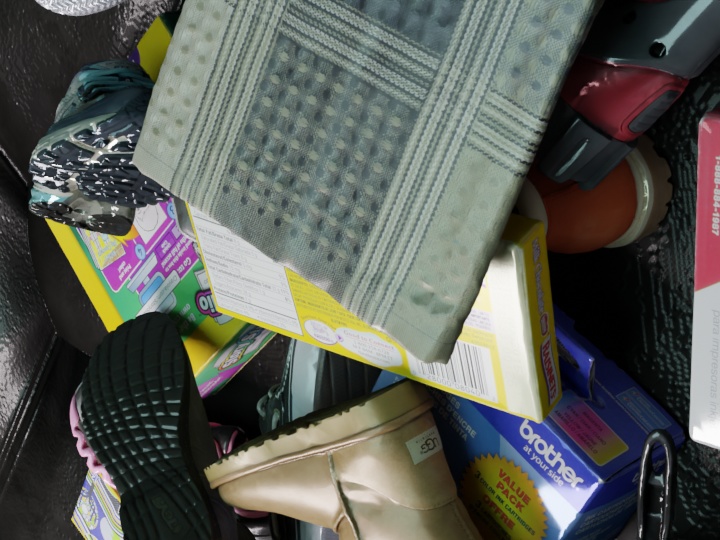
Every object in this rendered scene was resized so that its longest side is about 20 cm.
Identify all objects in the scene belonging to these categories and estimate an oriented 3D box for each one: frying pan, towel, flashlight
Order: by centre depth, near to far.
[{"bbox_3d":[0.136,-0.123,0.591,0.068,0.068,0.200,31,117,-19],"label":"flashlight"},{"bbox_3d":[0.000,-0.088,0.620,0.192,0.035,0.201,33,113,25],"label":"towel"},{"bbox_3d":[0.151,0.165,0.698,0.115,0.031,0.190,25,133,4],"label":"frying pan"}]

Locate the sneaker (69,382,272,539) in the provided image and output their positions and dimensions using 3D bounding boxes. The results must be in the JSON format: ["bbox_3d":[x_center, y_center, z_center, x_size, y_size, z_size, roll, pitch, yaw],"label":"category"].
[{"bbox_3d":[-0.109,0.124,0.965,0.200,0.079,0.096,41,124,19],"label":"sneaker"}]

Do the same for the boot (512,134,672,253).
[{"bbox_3d":[0.042,-0.069,0.707,0.200,0.107,0.075,35,129,35],"label":"boot"}]

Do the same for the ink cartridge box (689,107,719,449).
[{"bbox_3d":[0.232,0.014,0.553,0.200,0.083,0.146,15,115,42],"label":"ink cartridge box"}]

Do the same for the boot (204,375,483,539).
[{"bbox_3d":[0.009,0.168,0.747,0.175,0.066,0.201,-25,88,51],"label":"boot"}]

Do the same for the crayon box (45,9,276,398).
[{"bbox_3d":[-0.105,-0.033,0.907,0.173,0.058,0.200,58,135,12],"label":"crayon box"}]

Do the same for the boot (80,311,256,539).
[{"bbox_3d":[-0.103,0.133,0.870,0.131,0.068,0.200,62,-172,-50],"label":"boot"}]

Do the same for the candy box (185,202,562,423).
[{"bbox_3d":[0.000,0.000,0.689,0.200,0.026,0.103,17,133,33],"label":"candy box"}]

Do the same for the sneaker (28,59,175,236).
[{"bbox_3d":[-0.140,-0.080,0.795,0.200,0.077,0.087,160,120,-66],"label":"sneaker"}]

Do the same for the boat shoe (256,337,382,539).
[{"bbox_3d":[-0.031,0.093,0.858,0.071,0.072,0.201,18,112,38],"label":"boat shoe"}]

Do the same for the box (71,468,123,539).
[{"bbox_3d":[-0.112,0.212,0.999,0.200,0.064,0.070,46,132,24],"label":"box"}]

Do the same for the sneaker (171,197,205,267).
[{"bbox_3d":[-0.031,-0.029,0.770,0.200,0.075,0.116,45,114,28],"label":"sneaker"}]

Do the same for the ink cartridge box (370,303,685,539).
[{"bbox_3d":[0.072,0.093,0.757,0.136,0.076,0.200,46,130,25],"label":"ink cartridge box"}]

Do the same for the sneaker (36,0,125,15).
[{"bbox_3d":[-0.088,-0.204,0.815,0.199,0.114,0.076,-11,116,13],"label":"sneaker"}]
